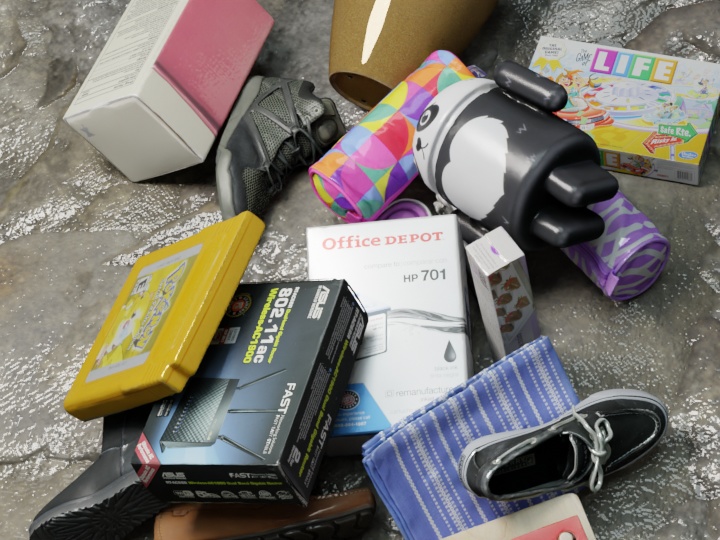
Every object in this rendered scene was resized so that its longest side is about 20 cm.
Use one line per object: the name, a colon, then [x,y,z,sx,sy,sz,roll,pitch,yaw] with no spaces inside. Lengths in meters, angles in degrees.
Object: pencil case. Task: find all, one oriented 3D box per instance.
pencil case: [0.207,-0.056,1.636,0.085,0.084,0.200,-10,43,-41]
pencil case: [0.041,-0.130,1.679,0.200,0.089,0.088,-43,58,-13]

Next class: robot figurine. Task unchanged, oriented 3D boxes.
robot figurine: [0.138,-0.096,1.569,0.200,0.125,0.151,36,84,33]

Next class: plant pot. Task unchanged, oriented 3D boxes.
plant pot: [0.047,-0.269,1.779,0.185,0.186,0.201,16,74,21]

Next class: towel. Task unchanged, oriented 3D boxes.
towel: [0.111,0.165,1.477,0.199,0.145,0.024,-31,14,-12]

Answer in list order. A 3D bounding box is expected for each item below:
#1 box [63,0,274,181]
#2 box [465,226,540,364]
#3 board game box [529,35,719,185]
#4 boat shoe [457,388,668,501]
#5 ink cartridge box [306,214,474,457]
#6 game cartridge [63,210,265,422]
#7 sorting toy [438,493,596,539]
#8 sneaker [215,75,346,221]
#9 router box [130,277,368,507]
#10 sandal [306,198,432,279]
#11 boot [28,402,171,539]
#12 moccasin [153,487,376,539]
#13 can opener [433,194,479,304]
box: [-0.197,-0.209,1.779,0.127,0.109,0.201,-11,46,45]
box: [0.131,0.037,1.513,0.039,0.200,0.042,-29,54,-7]
board game box: [0.261,-0.165,1.736,0.198,0.034,0.135,11,57,18]
boat shoe: [0.184,0.152,1.457,0.198,0.074,0.068,-9,9,-19]
ink cartridge box: [0.028,0.060,1.560,0.145,0.086,0.202,-6,72,7]
game cartridge: [-0.177,0.042,1.521,0.200,0.032,0.177,-22,38,53]
sorting toy: [0.121,0.298,1.388,0.197,0.070,0.201,-19,65,-4]
sneaker: [-0.082,-0.121,1.742,0.113,0.076,0.200,-1,49,17]
router box: [-0.092,0.103,1.462,0.149,0.062,0.201,-3,49,28]
sandal: [-0.006,-0.003,1.660,0.082,0.050,0.203,26,63,26]
boot: [-0.232,0.149,1.579,0.164,0.066,0.201,-26,44,18]
moccasin: [-0.085,0.213,1.513,0.200,0.074,0.078,-12,61,14]
can opener: [0.122,-0.028,1.653,0.066,0.053,0.201,-23,55,-6]
